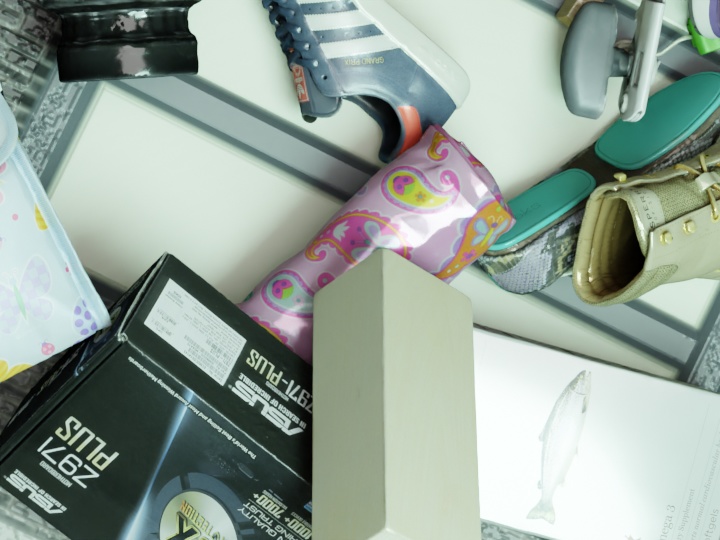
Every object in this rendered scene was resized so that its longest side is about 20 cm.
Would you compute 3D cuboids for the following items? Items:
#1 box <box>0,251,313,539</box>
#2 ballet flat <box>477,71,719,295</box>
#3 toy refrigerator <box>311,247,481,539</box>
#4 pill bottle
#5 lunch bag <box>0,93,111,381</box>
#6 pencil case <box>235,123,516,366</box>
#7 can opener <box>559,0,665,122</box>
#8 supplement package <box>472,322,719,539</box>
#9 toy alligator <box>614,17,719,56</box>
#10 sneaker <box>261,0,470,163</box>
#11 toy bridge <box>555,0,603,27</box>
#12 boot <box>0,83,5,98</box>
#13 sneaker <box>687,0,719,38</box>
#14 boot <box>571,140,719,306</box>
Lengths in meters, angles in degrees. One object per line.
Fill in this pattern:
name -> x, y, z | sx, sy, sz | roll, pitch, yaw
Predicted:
box -> -0.096, 0.114, 1.671 | 0.200, 0.086, 0.164 | 39, 130, -11
ballet flat -> 0.161, -0.050, 1.773 | 0.200, 0.072, 0.072 | -34, 99, -7
toy refrigerator -> 0.018, 0.094, 1.602 | 0.076, 0.200, 0.070 | 30, 131, -32
pill bottle -> -0.146, -0.215, 1.674 | 0.112, 0.112, 0.200 | -4, 94, -11
lunch bag -> -0.264, -0.023, 1.593 | 0.169, 0.127, 0.200 | -27, 103, -12
pencil case -> 0.000, 0.000, 1.716 | 0.200, 0.087, 0.087 | -41, 100, 4
can opener -> 0.170, -0.191, 1.733 | 0.067, 0.053, 0.200 | 7, 98, -10
supplement package -> 0.126, 0.108, 1.741 | 0.200, 0.117, 0.117 | 15, 91, -11
toy alligator -> 0.254, -0.164, 1.782 | 0.200, 0.054, 0.059 | -20, 96, -9
sneaker -> -0.028, -0.143, 1.718 | 0.200, 0.075, 0.085 | 39, 81, -11
toy bridge -> 0.076, -0.234, 1.758 | 0.200, 0.027, 0.067 | 34, 85, -11
boot -> -0.291, -0.077, 1.675 | 0.162, 0.073, 0.199 | -19, 101, -10
sneaker -> 0.268, -0.237, 1.716 | 0.087, 0.076, 0.200 | 11, 96, 31
boot -> 0.224, -0.058, 1.700 | 0.155, 0.200, 0.073 | -11, 58, -38
